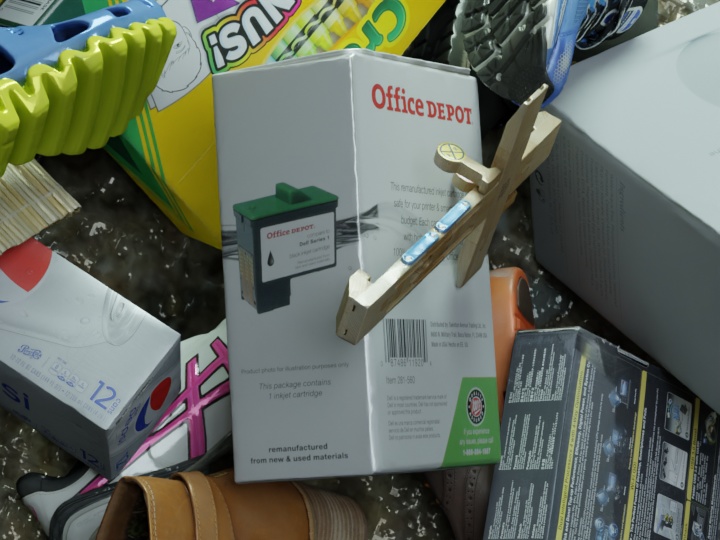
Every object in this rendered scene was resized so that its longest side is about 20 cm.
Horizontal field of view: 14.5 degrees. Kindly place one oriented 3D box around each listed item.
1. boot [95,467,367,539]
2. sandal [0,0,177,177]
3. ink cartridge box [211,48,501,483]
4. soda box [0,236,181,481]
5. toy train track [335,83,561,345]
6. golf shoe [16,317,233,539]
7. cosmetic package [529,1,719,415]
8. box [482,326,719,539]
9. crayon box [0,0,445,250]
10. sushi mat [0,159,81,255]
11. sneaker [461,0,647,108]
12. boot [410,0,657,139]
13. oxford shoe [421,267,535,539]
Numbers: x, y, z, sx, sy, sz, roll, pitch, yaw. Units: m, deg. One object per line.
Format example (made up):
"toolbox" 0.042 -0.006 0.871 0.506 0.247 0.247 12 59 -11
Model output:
"boot" -0.066 0.195 1.371 0.155 0.076 0.201 11 86 -48
"sandal" -0.169 -0.091 1.320 0.087 0.080 0.200 44 44 21
"ink cartridge box" 0.000 0.000 1.390 0.146 0.084 0.201 5 81 -63
"soda box" -0.184 0.015 1.392 0.199 0.068 0.064 33 67 13
"toy train track" 0.036 -0.027 1.330 0.032 0.115 0.200 30 39 14
"golf shoe" -0.090 0.064 1.440 0.092 0.073 0.200 39 68 -4
"cosmetic package" 0.224 -0.040 1.493 0.199 0.200 0.124 -24 129 -22
"box" 0.130 0.148 1.468 0.161 0.049 0.201 26 67 -46
"crayon box" -0.065 -0.141 1.455 0.200 0.058 0.173 -51 123 -13
"sushi mat" -0.229 -0.085 1.365 0.200 0.012 0.096 47 42 5
"sneaker" 0.114 -0.150 1.484 0.089 0.078 0.201 37 41 -17
"boot" 0.096 -0.099 1.546 0.138 0.077 0.201 18 73 -19
"oxford shoe" 0.056 0.101 1.495 0.072 0.071 0.201 -3 83 14
